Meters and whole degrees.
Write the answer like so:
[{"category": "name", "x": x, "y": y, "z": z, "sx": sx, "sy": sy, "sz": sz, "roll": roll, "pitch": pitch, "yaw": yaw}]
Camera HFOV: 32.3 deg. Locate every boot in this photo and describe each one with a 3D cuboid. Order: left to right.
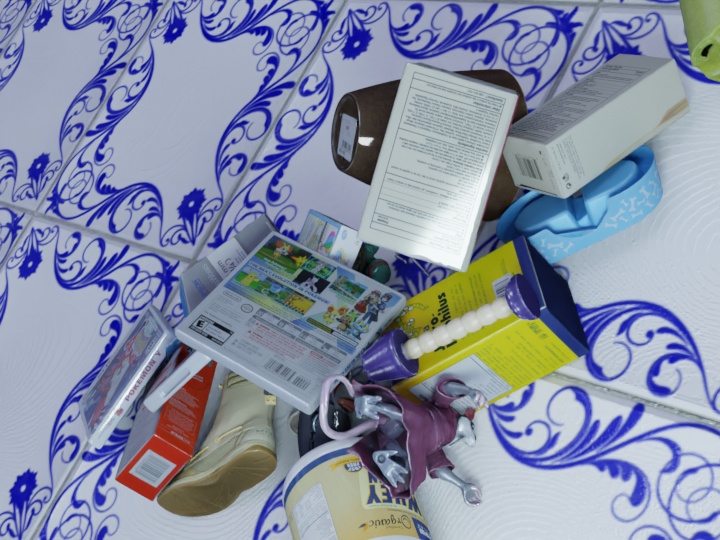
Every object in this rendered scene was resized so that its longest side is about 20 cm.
[{"category": "boot", "x": -0.177, "y": 0.217, "z": 1.593, "sx": 0.200, "sy": 0.073, "sz": 0.156, "roll": -36, "pitch": 34, "yaw": 33}]

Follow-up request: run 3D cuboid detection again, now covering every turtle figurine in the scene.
[{"category": "turtle figurine", "x": 0.000, "y": 0.000, "z": 1.585, "sx": 0.199, "sy": 0.101, "sz": 0.150, "roll": 18, "pitch": 72, "yaw": 53}]

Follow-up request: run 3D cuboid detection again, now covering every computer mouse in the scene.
[{"category": "computer mouse", "x": -0.066, "y": 0.183, "z": 1.438, "sx": 0.140, "sy": 0.202, "sz": 0.046, "roll": 13, "pitch": 28, "yaw": 39}]

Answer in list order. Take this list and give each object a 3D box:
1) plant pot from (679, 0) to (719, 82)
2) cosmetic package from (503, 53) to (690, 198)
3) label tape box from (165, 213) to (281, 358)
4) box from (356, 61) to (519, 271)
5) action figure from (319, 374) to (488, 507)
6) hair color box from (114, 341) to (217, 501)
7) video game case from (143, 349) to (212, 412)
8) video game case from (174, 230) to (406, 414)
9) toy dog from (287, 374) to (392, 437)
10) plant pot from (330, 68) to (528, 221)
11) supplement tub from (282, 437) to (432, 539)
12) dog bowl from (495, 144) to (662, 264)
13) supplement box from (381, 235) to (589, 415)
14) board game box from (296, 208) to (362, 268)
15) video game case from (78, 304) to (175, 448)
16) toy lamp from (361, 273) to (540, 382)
[{"category": "plant pot", "x": 0.432, "y": -0.319, "z": 1.392, "sx": 0.199, "sy": 0.200, "sz": 0.186, "roll": -11, "pitch": 65, "yaw": 35}, {"category": "cosmetic package", "x": 0.267, "y": -0.169, "z": 1.427, "sx": 0.199, "sy": 0.071, "sz": 0.105, "roll": -33, "pitch": 25, "yaw": -17}, {"category": "label tape box", "x": -0.188, "y": 0.021, "z": 1.594, "sx": 0.200, "sy": 0.063, "sz": 0.144, "roll": -38, "pitch": -3, "yaw": -13}, {"category": "box", "x": 0.087, "y": -0.117, "z": 1.369, "sx": 0.127, "sy": 0.109, "sz": 0.201, "roll": 17, "pitch": 101, "yaw": 5}, {"category": "action figure", "x": 0.060, "y": 0.178, "z": 1.335, "sx": 0.148, "sy": 0.200, "sz": 0.135, "roll": 13, "pitch": 98, "yaw": 29}, {"category": "hair color box", "x": -0.250, "y": 0.191, "z": 1.619, "sx": 0.102, "sy": 0.061, "sz": 0.201, "roll": -47, "pitch": 19, "yaw": 28}, {"category": "video game case", "x": -0.170, "y": 0.076, "z": 1.536, "sx": 0.200, "sy": 0.023, "sz": 0.182, "roll": -47, "pitch": 4, "yaw": -40}, {"category": "video game case", "x": -0.079, "y": 0.053, "z": 1.407, "sx": 0.199, "sy": 0.022, "sz": 0.182, "roll": 26, "pitch": 57, "yaw": 28}, {"category": "toy dog", "x": -0.028, "y": 0.144, "z": 1.496, "sx": 0.199, "sy": 0.096, "sz": 0.132, "roll": 15, "pitch": 70, "yaw": 46}, {"category": "plant pot", "x": 0.072, "y": -0.158, "z": 1.501, "sx": 0.187, "sy": 0.198, "sz": 0.189, "roll": -178, "pitch": 90, "yaw": -67}, {"category": "supplement tub", "x": 0.004, "y": 0.294, "z": 1.320, "sx": 0.144, "sy": 0.144, "sz": 0.201, "roll": -36, "pitch": 43, "yaw": 14}, {"category": "dog bowl", "x": 0.253, "y": -0.070, "z": 1.421, "sx": 0.199, "sy": 0.050, "sz": 0.112, "roll": -26, "pitch": 24, "yaw": 18}, {"category": "supplement box", "x": 0.136, "y": 0.071, "z": 1.398, "sx": 0.199, "sy": 0.109, "sz": 0.110, "roll": -30, "pitch": 45, "yaw": 20}, {"category": "board game box", "x": -0.067, "y": 0.032, "z": 1.537, "sx": 0.201, "sy": 0.034, "sz": 0.134, "roll": -67, "pitch": 22, "yaw": 4}, {"category": "video game case", "x": -0.330, "y": 0.142, "z": 1.744, "sx": 0.183, "sy": 0.023, "sz": 0.200, "roll": -55, "pitch": 19, "yaw": -2}, {"category": "toy lamp", "x": 0.091, "y": 0.065, "z": 1.317, "sx": 0.199, "sy": 0.058, "sz": 0.059, "roll": -28, "pitch": 45, "yaw": 22}]
